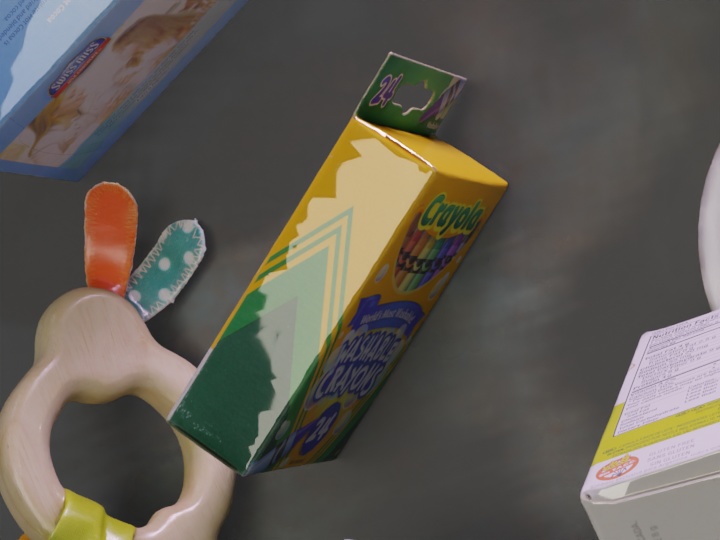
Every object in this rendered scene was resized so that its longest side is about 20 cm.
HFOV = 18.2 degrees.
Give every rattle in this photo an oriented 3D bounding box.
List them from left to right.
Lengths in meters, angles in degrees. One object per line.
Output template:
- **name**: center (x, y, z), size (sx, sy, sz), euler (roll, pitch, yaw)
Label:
- **rattle**: center (-0.138, 0.074, 1.165), size (0.130, 0.143, 0.200), euler (-6, 69, -12)

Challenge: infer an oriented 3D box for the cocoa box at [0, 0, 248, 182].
- **cocoa box**: center (-0.143, -0.159, 1.116), size (0.200, 0.133, 0.131), euler (-45, 76, 13)

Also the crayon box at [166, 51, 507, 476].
- **crayon box**: center (0.000, 0.000, 1.066), size (0.052, 0.126, 0.200), euler (34, 100, 16)

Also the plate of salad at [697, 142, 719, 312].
- **plate of salad**: center (0.251, -0.016, 1.020), size (0.200, 0.048, 0.200), euler (-1, 88, 20)

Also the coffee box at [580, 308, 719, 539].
- **coffee box**: center (0.232, 0.110, 0.922), size (0.200, 0.198, 0.200), euler (-21, 101, 19)
